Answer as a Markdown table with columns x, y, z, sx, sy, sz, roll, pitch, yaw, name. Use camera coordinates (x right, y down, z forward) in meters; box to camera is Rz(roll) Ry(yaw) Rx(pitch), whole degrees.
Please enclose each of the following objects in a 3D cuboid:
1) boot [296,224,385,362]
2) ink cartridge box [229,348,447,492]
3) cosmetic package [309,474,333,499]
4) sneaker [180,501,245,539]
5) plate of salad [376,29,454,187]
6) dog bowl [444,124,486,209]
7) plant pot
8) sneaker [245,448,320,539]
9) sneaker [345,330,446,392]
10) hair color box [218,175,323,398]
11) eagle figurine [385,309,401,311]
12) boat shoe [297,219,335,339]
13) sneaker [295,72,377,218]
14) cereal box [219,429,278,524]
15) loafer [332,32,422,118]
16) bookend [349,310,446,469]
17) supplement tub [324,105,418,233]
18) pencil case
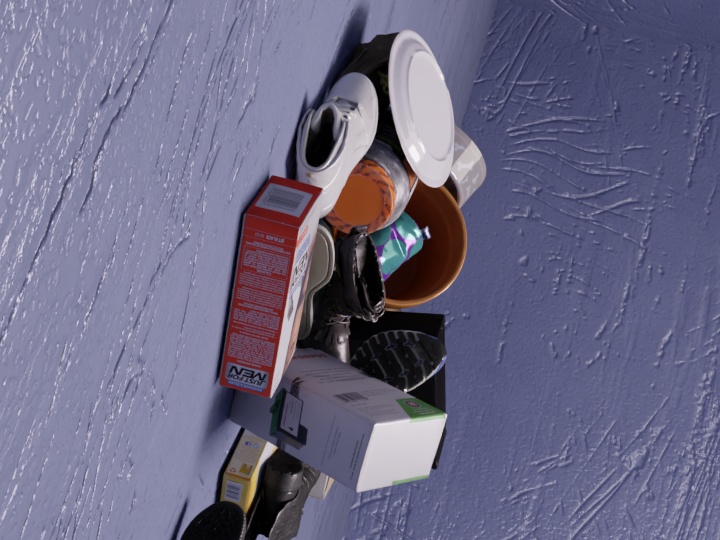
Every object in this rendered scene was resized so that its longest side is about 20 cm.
| x | y | z | sx | sy | sz | roll | pitch | yaw | name |
| --- | --- | --- | --- | --- | --- | --- | --- | --- | --- |
| -0.021 | 0.044 | 1.690 | 0.174 | 0.069 | 0.202 | 7 | -72 | 64 | boot |
| -0.027 | 0.165 | 1.591 | 0.146 | 0.199 | 0.085 | 1 | 109 | -53 | ink cartridge box |
| -0.072 | 0.245 | 1.985 | 0.200 | 0.104 | 0.072 | -47 | 151 | -74 | cosmetic package |
| -0.174 | 0.346 | 1.464 | 0.105 | 0.060 | 0.201 | 93 | 18 | -55 | sneaker |
| 0.070 | -0.203 | 1.780 | 0.200 | 0.048 | 0.202 | 31 | 55 | -58 | plate of salad |
| 0.080 | -0.155 | 2.032 | 0.059 | 0.199 | 0.201 | -59 | 167 | -26 | dog bowl |
| 0.038 | -0.034 | 2.010 | 0.140 | 0.199 | 0.202 | 135 | -27 | -70 | plant pot |
| -0.094 | 0.281 | 1.725 | 0.200 | 0.059 | 0.105 | -14 | 117 | -77 | sneaker |
| 0.025 | 0.124 | 1.697 | 0.089 | 0.199 | 0.079 | -3 | 71 | -54 | sneaker |
| -0.093 | 0.017 | 1.470 | 0.111 | 0.063 | 0.201 | -65 | 169 | -62 | hair color box |
| 0.011 | 0.076 | 2.147 | 0.151 | 0.201 | 0.151 | -36 | -162 | -27 | eagle figurine |
| -0.064 | -0.003 | 1.631 | 0.200 | 0.074 | 0.066 | 98 | 7 | -49 | boat shoe |
| -0.023 | -0.169 | 1.617 | 0.116 | 0.073 | 0.201 | 99 | 9 | -61 | sneaker |
| -0.132 | 0.248 | 1.742 | 0.200 | 0.039 | 0.145 | -66 | 169 | -57 | cereal box |
| 0.012 | -0.247 | 1.792 | 0.200 | 0.067 | 0.077 | -42 | 137 | -49 | loafer |
| 0.018 | 0.164 | 1.976 | 0.092 | 0.197 | 0.202 | -65 | 155 | -61 | bookend |
| 0.013 | -0.127 | 1.807 | 0.200 | 0.121 | 0.123 | -62 | 165 | -64 | supplement tub |
| 0.000 | 0.000 | 1.865 | 0.200 | 0.085 | 0.093 | -46 | 122 | -24 | pencil case |
